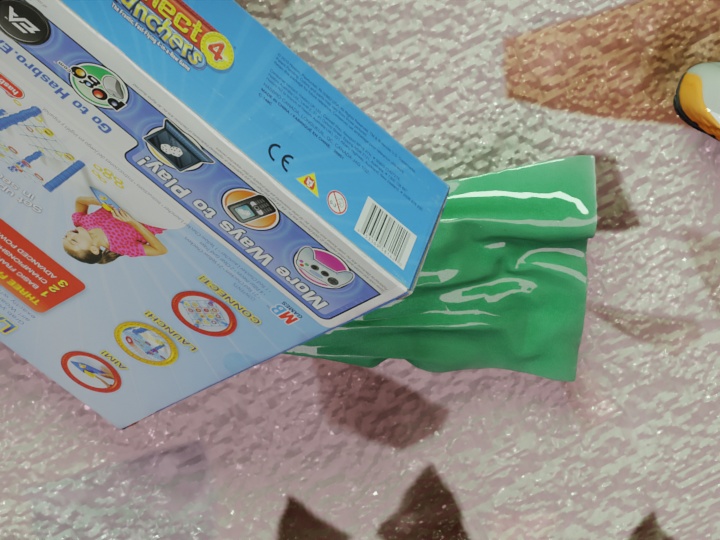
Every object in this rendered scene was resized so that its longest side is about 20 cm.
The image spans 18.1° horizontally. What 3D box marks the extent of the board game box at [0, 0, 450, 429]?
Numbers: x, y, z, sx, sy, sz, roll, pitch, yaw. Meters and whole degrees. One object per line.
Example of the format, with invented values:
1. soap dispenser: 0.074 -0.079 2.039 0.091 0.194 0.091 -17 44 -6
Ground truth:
1. board game box: -0.104 -0.039 0.875 0.200 0.056 0.196 40 141 -22

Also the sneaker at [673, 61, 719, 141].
1. sneaker: 0.233 -0.089 1.028 0.200 0.076 0.092 5 107 -27

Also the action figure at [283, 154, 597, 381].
1. action figure: 0.000 0.000 1.004 0.200 0.055 0.118 -3 118 -8
